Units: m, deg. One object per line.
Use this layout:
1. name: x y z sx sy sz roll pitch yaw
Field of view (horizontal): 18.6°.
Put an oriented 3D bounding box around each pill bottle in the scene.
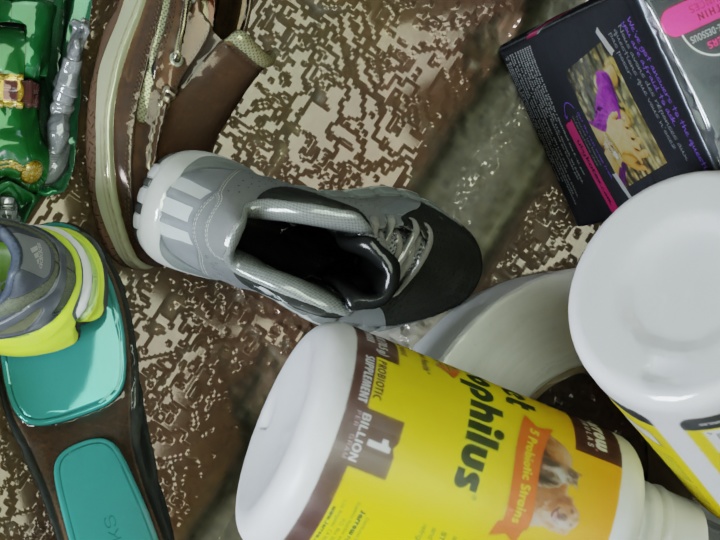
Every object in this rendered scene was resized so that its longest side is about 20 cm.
1. pill bottle: 0.052 0.106 0.995 0.199 0.109 0.110 22 82 -13
2. pill bottle: 0.179 0.050 0.984 0.115 0.114 0.200 -56 142 -10

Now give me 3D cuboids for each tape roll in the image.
1. tape roll: 0.110 0.099 1.103 0.201 0.071 0.203 1 88 -14

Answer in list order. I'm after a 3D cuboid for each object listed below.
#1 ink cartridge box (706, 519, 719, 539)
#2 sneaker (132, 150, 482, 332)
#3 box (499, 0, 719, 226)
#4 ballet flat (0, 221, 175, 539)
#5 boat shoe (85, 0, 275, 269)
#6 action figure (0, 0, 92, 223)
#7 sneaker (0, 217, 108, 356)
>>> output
1. ink cartridge box: 0.192 0.240 1.084 0.200 0.045 0.177 34 83 -37
2. sneaker: 0.000 0.000 1.030 0.199 0.115 0.075 10 98 -37
3. box: 0.165 -0.097 1.059 0.122 0.200 0.106 -26 94 -14
4. ballet flat: -0.130 0.078 1.037 0.068 0.068 0.201 -11 74 -5
5. boat shoe: -0.080 -0.101 1.050 0.075 0.075 0.203 3 86 23
6. action figure: -0.169 -0.108 1.053 0.118 0.055 0.201 0 91 -17
7. sneaker: -0.219 0.007 0.995 0.199 0.081 0.074 -11 74 10
